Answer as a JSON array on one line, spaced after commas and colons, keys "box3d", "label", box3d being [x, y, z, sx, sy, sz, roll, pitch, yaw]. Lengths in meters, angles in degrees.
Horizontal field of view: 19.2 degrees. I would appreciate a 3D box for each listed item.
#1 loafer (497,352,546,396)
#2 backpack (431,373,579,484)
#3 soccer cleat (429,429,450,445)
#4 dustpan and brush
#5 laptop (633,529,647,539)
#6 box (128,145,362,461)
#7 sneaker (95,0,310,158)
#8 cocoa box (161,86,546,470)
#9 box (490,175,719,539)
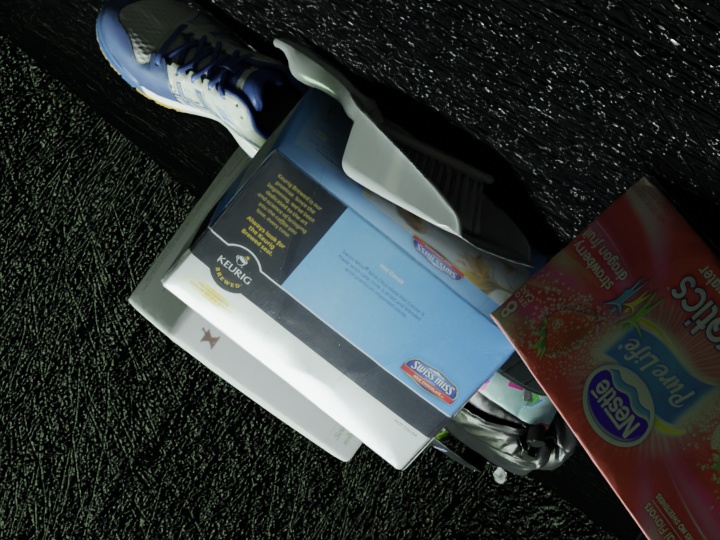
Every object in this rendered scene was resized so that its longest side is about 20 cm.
[{"box3d": [0.083, 0.007, 1.526, 0.200, 0.073, 0.072, 49, -178, -17], "label": "loafer"}, {"box3d": [0.088, 0.069, 1.703, 0.200, 0.127, 0.167, 38, 159, -4], "label": "backpack"}, {"box3d": [0.083, 0.092, 1.842, 0.200, 0.065, 0.084, -18, -114, -46], "label": "soccer cleat"}, {"box3d": [0.017, -0.077, 1.293, 0.200, 0.057, 0.140, 30, -175, 21], "label": "dustpan and brush"}, {"box3d": [0.290, 0.227, 1.481, 0.187, 0.116, 0.200, 35, -172, 21], "label": "laptop"}, {"box3d": [-0.052, 0.016, 1.823, 0.200, 0.199, 0.171, 37, 176, -19], "label": "box"}, {"box3d": [-0.088, -0.135, 1.465, 0.200, 0.075, 0.088, 32, 165, -6], "label": "sneaker"}, {"box3d": [0.000, 0.000, 1.381, 0.200, 0.131, 0.133, 38, -153, -7], "label": "cocoa box"}, {"box3d": [0.154, 0.065, 0.932, 0.095, 0.103, 0.200, 40, -168, -40], "label": "box"}]
